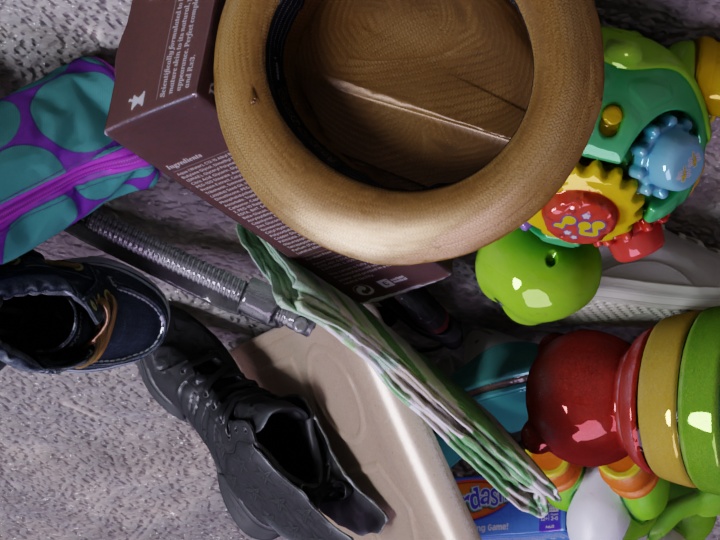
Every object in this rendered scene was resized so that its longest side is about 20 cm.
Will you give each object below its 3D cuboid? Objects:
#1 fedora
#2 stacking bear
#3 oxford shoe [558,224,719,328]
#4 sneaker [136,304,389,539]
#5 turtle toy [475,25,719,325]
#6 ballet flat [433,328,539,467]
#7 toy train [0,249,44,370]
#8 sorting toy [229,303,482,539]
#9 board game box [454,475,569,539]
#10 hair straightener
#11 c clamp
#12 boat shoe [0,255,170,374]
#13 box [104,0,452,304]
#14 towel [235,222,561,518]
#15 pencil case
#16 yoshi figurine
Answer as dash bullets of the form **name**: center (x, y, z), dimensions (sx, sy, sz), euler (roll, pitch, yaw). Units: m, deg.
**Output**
- **fedora**: center (0.029, -0.094, 1.170), dimensions (0.199, 0.202, 0.082), euler (-4, 172, 23)
- **stacking bear**: center (0.187, 0.072, 1.357), dimensions (0.199, 0.122, 0.114), euler (0, 160, 26)
- **oxford shoe**: center (0.182, 0.004, 1.403), dimensions (0.199, 0.058, 0.075), euler (8, 160, -27)
- **sneaker**: center (-0.065, 0.094, 1.529), dimensions (0.060, 0.200, 0.104), euler (-26, 171, -32)
- **turtle toy**: center (0.110, -0.050, 1.265), dimensions (0.145, 0.102, 0.200), euler (12, 145, -5)
- **ballet flat**: center (0.068, 0.076, 1.541), dimensions (0.067, 0.071, 0.200), euler (18, 142, -37)
- **toy train**: center (-0.272, -0.015, 1.436), dimensions (0.200, 0.115, 0.085), euler (32, 144, -34)
- **sorting toy**: center (-0.003, 0.115, 1.534), dimensions (0.036, 0.186, 0.200), euler (-24, 179, -29)
- **board game box**: center (0.109, 0.181, 1.697), dimensions (0.151, 0.045, 0.200), euler (-6, 162, 25)
- **hair straightener**: center (0.000, 0.000, 1.476), dimensions (0.077, 0.041, 0.200), euler (2, 157, 36)
- **c clamp**: center (-0.110, -0.009, 1.418), dimensions (0.199, 0.027, 0.171), euler (25, 176, 6)
- **boat shoe**: center (-0.166, 0.032, 1.404), dimensions (0.091, 0.071, 0.200), euler (24, -172, 41)
- **box**: center (-0.033, -0.075, 1.279), dimensions (0.075, 0.101, 0.200), euler (-19, 142, 40)
- **towel**: center (0.018, 0.052, 1.364), dimensions (0.200, 0.023, 0.153), euler (40, -176, -20)
- **pencil case**: center (-0.201, -0.036, 1.302), dimensions (0.092, 0.200, 0.085), euler (22, 137, 47)
- **yoshi figurine**: center (0.170, 0.134, 1.521), dimensions (0.112, 0.113, 0.200), euler (-31, 142, 0)
